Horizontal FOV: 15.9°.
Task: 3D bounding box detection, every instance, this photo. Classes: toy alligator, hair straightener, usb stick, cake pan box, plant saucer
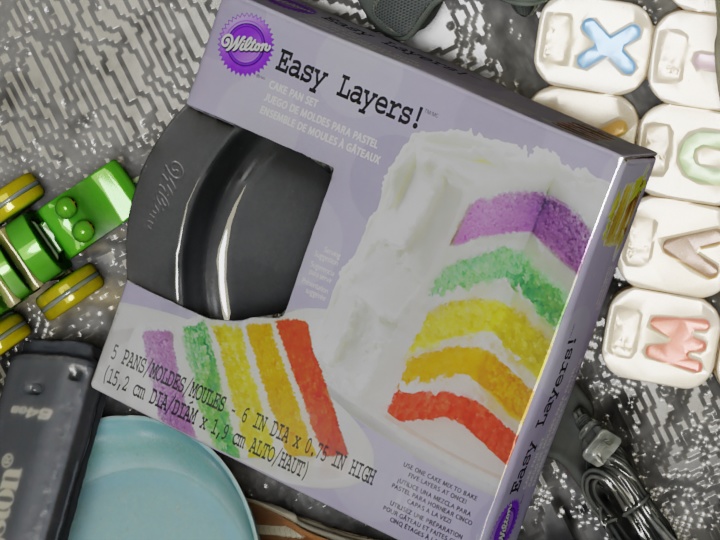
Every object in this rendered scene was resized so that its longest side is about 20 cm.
[{"bbox_3d":[-0.134,-0.013,1.107,0.200,0.054,0.059,-34,93,9],"label":"toy alligator"},{"bbox_3d":[0.092,0.085,1.082,0.041,0.077,0.200,-32,92,0],"label":"hair straightener"},{"bbox_3d":[-0.151,0.126,1.094,0.055,0.033,0.200,-2,67,43],"label":"usb stick"},{"bbox_3d":[0.000,0.000,1.059,0.200,0.052,0.184,26,101,21],"label":"cake pan box"},{"bbox_3d":[-0.113,0.160,1.088,0.200,0.027,0.200,-17,59,31],"label":"plant saucer"}]

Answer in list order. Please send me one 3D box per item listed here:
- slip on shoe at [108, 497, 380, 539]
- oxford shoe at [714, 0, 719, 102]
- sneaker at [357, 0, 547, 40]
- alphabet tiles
[{"bbox_3d":[-0.014,0.145,1.111,0.200,0.061,0.076,4,61,18],"label":"slip on shoe"},{"bbox_3d":[0.167,-0.083,1.021,0.071,0.074,0.200,-2,118,22],"label":"oxford shoe"},{"bbox_3d":[0.082,-0.153,1.065,0.200,0.074,0.085,-15,101,17],"label":"sneaker"},{"bbox_3d":[0.165,-0.046,1.092,0.195,0.015,0.200,10,97,5],"label":"alphabet tiles"}]
